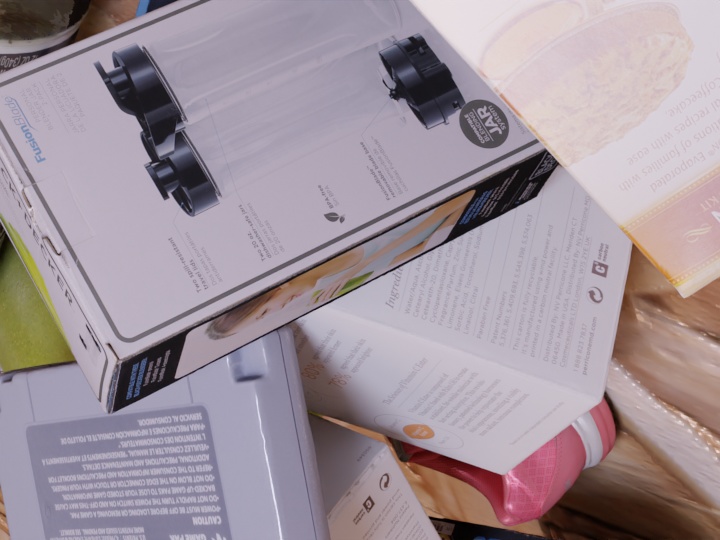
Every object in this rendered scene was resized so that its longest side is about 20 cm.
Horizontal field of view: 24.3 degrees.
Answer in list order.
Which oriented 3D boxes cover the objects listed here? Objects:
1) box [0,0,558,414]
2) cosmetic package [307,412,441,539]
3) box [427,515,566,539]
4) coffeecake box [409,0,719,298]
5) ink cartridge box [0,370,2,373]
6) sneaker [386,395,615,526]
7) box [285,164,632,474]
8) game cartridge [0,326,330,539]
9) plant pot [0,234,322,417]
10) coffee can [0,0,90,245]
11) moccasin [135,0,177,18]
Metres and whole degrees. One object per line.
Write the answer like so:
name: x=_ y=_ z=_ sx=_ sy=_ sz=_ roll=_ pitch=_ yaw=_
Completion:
box: x=-0.033 y=-0.046 z=0.625 sx=0.117 sy=0.199 sz=0.060 roll=57 pitch=158 yaw=13
cosmetic package: x=-0.008 y=0.159 z=0.801 sx=0.107 sy=0.085 sz=0.201 roll=16 pitch=144 yaw=44
box: x=0.124 y=0.186 z=0.894 sx=0.199 sy=0.050 sz=0.198 roll=28 pitch=165 yaw=-33
coffeecake box: x=0.084 y=-0.115 z=0.436 sx=0.153 sy=0.073 sz=0.200 roll=-35 pitch=109 yaw=31
ink cartridge box: x=-0.406 y=0.050 z=1.471 sx=0.199 sy=0.083 sz=0.147 roll=2 pitch=133 yaw=55
sneaker: x=0.032 y=0.049 z=0.844 sx=0.200 sy=0.087 sz=0.074 roll=37 pitch=153 yaw=10
box: x=0.000 y=0.000 z=0.719 sx=0.199 sy=0.098 sz=0.124 roll=19 pitch=156 yaw=-8
game cartridge: x=-0.087 y=0.100 z=0.714 sx=0.199 sy=0.040 sz=0.135 roll=-10 pitch=87 yaw=47
plant pot: x=-0.140 y=0.019 z=0.967 sx=0.200 sy=0.187 sz=0.188 roll=38 pitch=158 yaw=39
coffee can: x=-0.237 y=-0.079 z=0.859 sx=0.146 sy=0.146 sz=0.201 roll=35 pitch=123 yaw=12
moccasin: x=-0.056 y=-0.111 z=0.727 sx=0.068 sy=0.081 sz=0.200 roll=34 pitch=155 yaw=5
